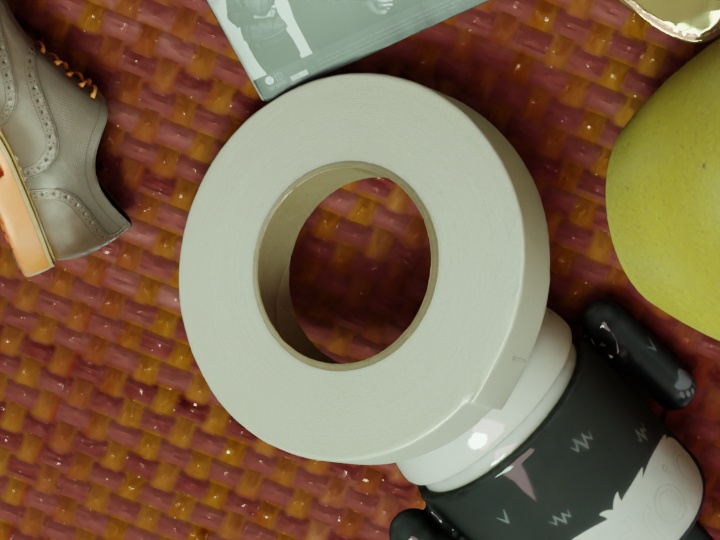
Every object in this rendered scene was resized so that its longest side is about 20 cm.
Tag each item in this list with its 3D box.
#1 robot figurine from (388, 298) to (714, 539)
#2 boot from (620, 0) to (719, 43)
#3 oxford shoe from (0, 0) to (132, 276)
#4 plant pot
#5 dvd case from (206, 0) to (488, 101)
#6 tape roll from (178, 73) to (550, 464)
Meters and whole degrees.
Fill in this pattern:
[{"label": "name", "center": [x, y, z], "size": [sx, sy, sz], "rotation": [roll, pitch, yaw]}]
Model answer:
[{"label": "robot figurine", "center": [0.102, 0.106, 1.310], "size": [0.200, 0.150, 0.125], "rotation": [46, 132, -15]}, {"label": "boot", "center": [0.112, -0.166, 1.155], "size": [0.073, 0.156, 0.200], "rotation": [-34, 107, 21]}, {"label": "oxford shoe", "center": [-0.175, -0.098, 1.287], "size": [0.073, 0.071, 0.200], "rotation": [-18, 118, -6]}, {"label": "plant pot", "center": [0.205, -0.038, 1.203], "size": [0.142, 0.200, 0.200], "rotation": [-8, 117, 40]}, {"label": "dvd case", "center": [-0.030, -0.200, 1.232], "size": [0.150, 0.025, 0.200], "rotation": [-23, 110, 17]}, {"label": "tape roll", "center": [0.000, 0.000, 1.255], "size": [0.202, 0.037, 0.203], "rotation": [-4, 81, 28]}]
